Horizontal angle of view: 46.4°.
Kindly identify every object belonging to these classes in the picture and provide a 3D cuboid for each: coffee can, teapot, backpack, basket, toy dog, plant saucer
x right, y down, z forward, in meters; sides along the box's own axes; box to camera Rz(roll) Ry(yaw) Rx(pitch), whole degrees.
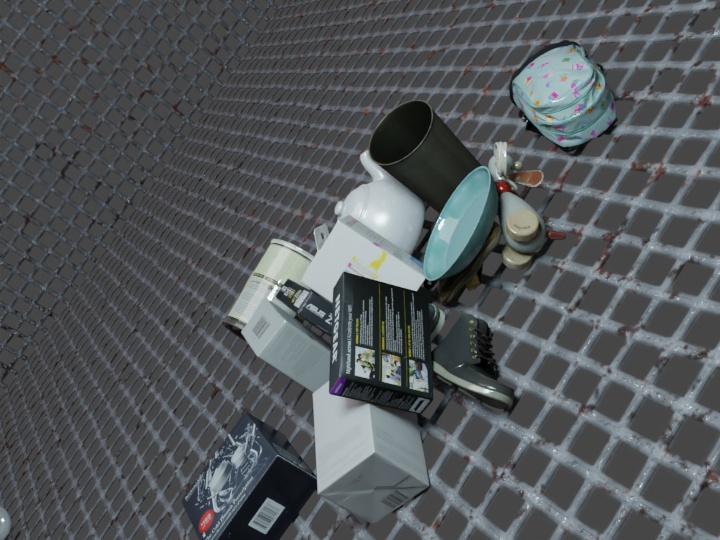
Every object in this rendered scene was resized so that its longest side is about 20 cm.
[{"bbox_3d":[-0.170,0.058,1.718,0.146,0.146,0.201,7,63,57],"label":"coffee can"},{"bbox_3d":[0.019,-0.086,1.565,0.198,0.146,0.200,-59,21,31],"label":"teapot"},{"bbox_3d":[0.336,-0.290,1.399,0.167,0.127,0.200,-38,35,17],"label":"backpack"},{"bbox_3d":[0.134,-0.185,1.495,0.136,0.200,0.180,-49,30,4],"label":"basket"},{"bbox_3d":[0.263,-0.103,1.324,0.132,0.096,0.201,92,174,-77],"label":"toy dog"},{"bbox_3d":[0.165,-0.068,1.336,0.200,0.036,0.200,-59,13,23],"label":"plant saucer"}]

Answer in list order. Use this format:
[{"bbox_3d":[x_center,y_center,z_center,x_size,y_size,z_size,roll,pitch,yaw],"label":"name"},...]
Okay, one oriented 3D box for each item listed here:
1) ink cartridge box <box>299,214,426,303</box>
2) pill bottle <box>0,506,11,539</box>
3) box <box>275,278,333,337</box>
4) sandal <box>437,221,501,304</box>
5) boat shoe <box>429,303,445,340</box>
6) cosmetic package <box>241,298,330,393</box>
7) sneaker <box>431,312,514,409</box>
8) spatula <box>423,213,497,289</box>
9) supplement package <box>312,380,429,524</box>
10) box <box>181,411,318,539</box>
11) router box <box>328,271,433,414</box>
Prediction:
[{"bbox_3d":[0.000,0.000,1.436,0.126,0.200,0.129,-57,-3,10],"label":"ink cartridge box"},{"bbox_3d":[-1.047,0.716,2.287,0.200,0.112,0.112,-32,35,32],"label":"pill bottle"},{"bbox_3d":[-0.057,0.085,1.476,0.049,0.161,0.200,-54,16,-6],"label":"box"},{"bbox_3d":[0.181,-0.004,1.362,0.200,0.054,0.081,127,159,-47],"label":"sandal"},{"bbox_3d":[0.057,0.132,1.400,0.200,0.062,0.073,-51,30,2],"label":"boat shoe"},{"bbox_3d":[-0.099,0.147,1.468,0.081,0.200,0.113,-53,32,1],"label":"cosmetic package"},{"bbox_3d":[0.171,0.125,1.230,0.106,0.075,0.200,-58,28,-4],"label":"sneaker"},{"bbox_3d":[0.171,-0.050,1.465,0.200,0.056,0.021,-56,-5,8],"label":"spatula"},{"bbox_3d":[0.012,0.252,1.275,0.121,0.120,0.200,-41,31,24],"label":"supplement package"},{"bbox_3d":[-0.193,0.380,1.445,0.200,0.104,0.182,-54,28,-3],"label":"box"},{"bbox_3d":[0.031,0.106,1.270,0.051,0.149,0.201,121,158,-44],"label":"router box"}]
